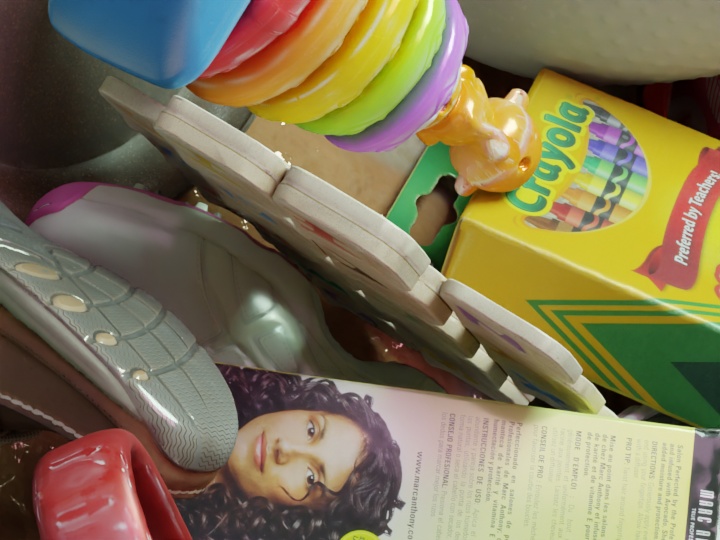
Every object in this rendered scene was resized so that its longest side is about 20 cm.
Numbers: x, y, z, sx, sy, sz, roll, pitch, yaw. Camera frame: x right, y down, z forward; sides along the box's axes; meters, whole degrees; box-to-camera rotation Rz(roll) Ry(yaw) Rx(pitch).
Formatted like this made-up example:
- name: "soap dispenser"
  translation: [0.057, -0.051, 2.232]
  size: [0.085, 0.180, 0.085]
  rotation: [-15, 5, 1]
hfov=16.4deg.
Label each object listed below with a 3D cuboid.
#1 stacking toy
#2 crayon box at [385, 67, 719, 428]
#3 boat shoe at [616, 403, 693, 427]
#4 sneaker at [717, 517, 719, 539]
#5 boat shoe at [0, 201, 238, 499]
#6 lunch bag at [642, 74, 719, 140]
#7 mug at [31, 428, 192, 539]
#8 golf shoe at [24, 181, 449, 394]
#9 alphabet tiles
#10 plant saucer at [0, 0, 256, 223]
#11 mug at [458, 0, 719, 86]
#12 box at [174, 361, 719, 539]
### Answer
- name: "stacking toy"
  translation: [-0.002, -0.084, 0.888]
  size: [0.200, 0.117, 0.110]
  rotation: [33, -1, -38]
- name: "crayon box"
  translation: [0.110, -0.007, 0.983]
  size: [0.199, 0.051, 0.127]
  rotation: [23, 37, 5]
- name: "boat shoe"
  translation: [0.144, 0.075, 0.990]
  size: [0.199, 0.066, 0.072]
  rotation: [-5, 63, -38]
- name: "sneaker"
  translation: [0.108, 0.161, 0.864]
  size: [0.088, 0.074, 0.201]
  rotation: [20, 49, 0]
- name: "boat shoe"
  translation: [-0.116, 0.024, 0.790]
  size: [0.200, 0.072, 0.076]
  rotation: [33, 10, 38]
- name: "lunch bag"
  translation: [0.201, -0.062, 1.123]
  size: [0.175, 0.082, 0.201]
  rotation: [2, 58, -30]
- name: "mug"
  translation: [-0.035, 0.138, 0.696]
  size: [0.132, 0.200, 0.179]
  rotation: [11, 91, 0]
- name: "golf shoe"
  translation: [-0.041, 0.048, 0.874]
  size: [0.199, 0.075, 0.092]
  rotation: [36, 50, -8]
- name: "alphabet tiles"
  translation: [0.000, 0.000, 0.860]
  size: [0.195, 0.200, 0.015]
  rotation: [32, 84, 23]
- name: "plant saucer"
  translation: [-0.099, -0.114, 0.899]
  size: [0.199, 0.202, 0.032]
  rotation: [-17, 26, -39]
- name: "mug"
  translation: [0.102, -0.164, 1.017]
  size: [0.200, 0.174, 0.149]
  rotation: [51, 40, -44]
- name: "box"
  translation: [0.017, 0.078, 0.821]
  size: [0.198, 0.050, 0.076]
  rotation: [7, 78, -4]
